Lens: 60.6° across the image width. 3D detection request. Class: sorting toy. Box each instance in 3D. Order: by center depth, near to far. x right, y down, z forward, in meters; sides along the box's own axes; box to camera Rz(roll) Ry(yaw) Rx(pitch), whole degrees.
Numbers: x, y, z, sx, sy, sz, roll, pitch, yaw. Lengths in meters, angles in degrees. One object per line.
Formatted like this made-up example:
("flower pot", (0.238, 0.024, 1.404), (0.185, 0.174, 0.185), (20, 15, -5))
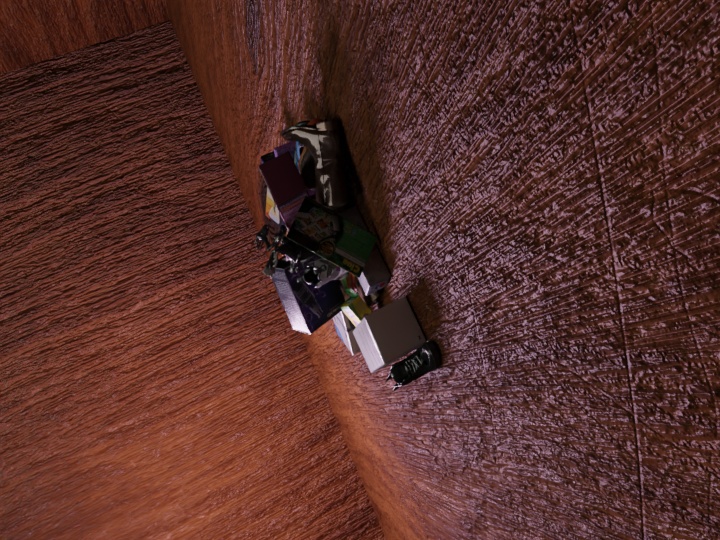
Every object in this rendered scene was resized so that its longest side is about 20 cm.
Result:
("sorting toy", (0.000, 0.000, 1.665), (0.200, 0.036, 0.190), (110, 136, -76))

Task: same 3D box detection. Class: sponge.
("sponge", (-0.175, -0.275, 1.738), (0.030, 0.109, 0.204), (50, 158, 40))

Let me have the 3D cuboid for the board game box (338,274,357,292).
("board game box", (-0.084, -0.014, 1.731), (0.198, 0.030, 0.097), (34, 149, 34))

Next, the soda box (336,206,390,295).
("soda box", (0.002, -0.049, 1.511), (0.069, 0.062, 0.204), (106, 140, -68))

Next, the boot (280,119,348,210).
("boot", (-0.109, -0.239, 1.450), (0.182, 0.063, 0.208), (3, 106, 41))

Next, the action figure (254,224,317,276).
("action figure", (-0.180, -0.039, 1.489), (0.199, 0.115, 0.105), (39, 123, 52))

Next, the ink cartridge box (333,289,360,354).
("ink cartridge box", (-0.036, 0.126, 1.875), (0.146, 0.084, 0.205), (44, 154, 58))

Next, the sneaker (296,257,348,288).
("sneaker", (-0.099, 0.002, 1.562), (0.080, 0.137, 0.200), (63, 169, 8))

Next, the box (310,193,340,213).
("box", (-0.095, -0.113, 1.763), (0.101, 0.073, 0.204), (54, 159, 39))

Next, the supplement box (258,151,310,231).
("supplement box", (-0.175, -0.189, 1.520), (0.113, 0.084, 0.200), (63, 176, 14))

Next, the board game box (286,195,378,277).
("board game box", (-0.065, -0.077, 1.430), (0.196, 0.107, 0.023), (29, 174, -10))

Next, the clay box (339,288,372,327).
("clay box", (0.014, 0.139, 1.667), (0.201, 0.047, 0.115), (50, 167, -5))

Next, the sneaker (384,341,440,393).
("sneaker", (0.116, 0.226, 1.416), (0.061, 0.102, 0.201), (62, 165, 16))

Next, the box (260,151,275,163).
("box", (-0.220, -0.263, 1.911), (0.201, 0.102, 0.151), (53, 160, 45))

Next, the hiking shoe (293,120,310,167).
("hiking shoe", (-0.143, -0.292, 1.632), (0.203, 0.072, 0.089), (85, 178, -51))

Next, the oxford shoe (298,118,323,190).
("oxford shoe", (-0.110, -0.272, 1.537), (0.073, 0.069, 0.204), (58, 154, 36))

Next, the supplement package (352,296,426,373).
("supplement package", (0.065, 0.158, 1.480), (0.120, 0.114, 0.200), (64, 165, 10))

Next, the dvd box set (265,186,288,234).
("dvd box set", (-0.208, -0.179, 1.752), (0.145, 0.029, 0.202), (40, 150, 12))

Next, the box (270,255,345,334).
("box", (-0.145, 0.046, 1.701), (0.103, 0.147, 0.205), (6, 125, 53))
